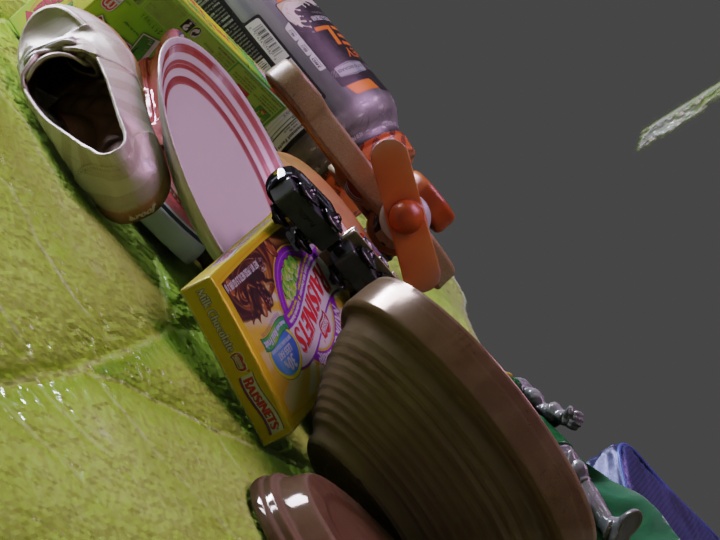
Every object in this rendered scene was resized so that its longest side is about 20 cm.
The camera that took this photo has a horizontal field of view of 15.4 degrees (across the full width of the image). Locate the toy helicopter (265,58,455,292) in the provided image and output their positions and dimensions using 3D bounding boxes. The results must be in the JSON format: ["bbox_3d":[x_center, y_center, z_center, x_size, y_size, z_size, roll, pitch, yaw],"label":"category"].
[{"bbox_3d":[0.001,-0.062,1.809,0.200,0.079,0.132,52,-3,-27],"label":"toy helicopter"}]

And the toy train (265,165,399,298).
[{"bbox_3d":[0.000,0.000,1.652,0.200,0.034,0.046,48,12,-41],"label":"toy train"}]

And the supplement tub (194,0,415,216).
[{"bbox_3d":[-0.056,-0.135,2.029,0.200,0.122,0.123,51,6,13],"label":"supplement tub"}]

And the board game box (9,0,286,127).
[{"bbox_3d":[-0.146,-0.146,1.876,0.200,0.102,0.048,43,9,-49],"label":"board game box"}]

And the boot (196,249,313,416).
[{"bbox_3d":[-0.009,0.063,1.749,0.200,0.066,0.175,53,8,37],"label":"boot"}]

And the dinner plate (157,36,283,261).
[{"bbox_3d":[-0.082,-0.051,1.663,0.200,0.024,0.200,57,19,-32],"label":"dinner plate"}]

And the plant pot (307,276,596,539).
[{"bbox_3d":[0.036,0.110,1.509,0.201,0.093,0.201,47,-15,17],"label":"plant pot"}]

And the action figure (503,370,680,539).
[{"bbox_3d":[0.104,0.109,1.670,0.118,0.055,0.200,-3,33,-28],"label":"action figure"}]

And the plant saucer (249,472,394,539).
[{"bbox_3d":[0.017,0.179,1.381,0.200,0.029,0.200,49,7,-8],"label":"plant saucer"}]

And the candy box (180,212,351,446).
[{"bbox_3d":[-0.047,0.028,1.575,0.102,0.026,0.200,64,18,-7],"label":"candy box"}]

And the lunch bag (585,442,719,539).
[{"bbox_3d":[0.160,0.218,1.729,0.200,0.132,0.136,46,24,-34],"label":"lunch bag"}]

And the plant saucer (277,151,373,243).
[{"bbox_3d":[-0.028,-0.006,1.848,0.200,0.037,0.200,50,-16,20],"label":"plant saucer"}]

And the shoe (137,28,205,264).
[{"bbox_3d":[-0.121,-0.087,1.739,0.071,0.091,0.200,45,7,-35],"label":"shoe"}]

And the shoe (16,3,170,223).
[{"bbox_3d":[-0.168,-0.110,1.627,0.053,0.070,0.200,55,2,-46],"label":"shoe"}]
